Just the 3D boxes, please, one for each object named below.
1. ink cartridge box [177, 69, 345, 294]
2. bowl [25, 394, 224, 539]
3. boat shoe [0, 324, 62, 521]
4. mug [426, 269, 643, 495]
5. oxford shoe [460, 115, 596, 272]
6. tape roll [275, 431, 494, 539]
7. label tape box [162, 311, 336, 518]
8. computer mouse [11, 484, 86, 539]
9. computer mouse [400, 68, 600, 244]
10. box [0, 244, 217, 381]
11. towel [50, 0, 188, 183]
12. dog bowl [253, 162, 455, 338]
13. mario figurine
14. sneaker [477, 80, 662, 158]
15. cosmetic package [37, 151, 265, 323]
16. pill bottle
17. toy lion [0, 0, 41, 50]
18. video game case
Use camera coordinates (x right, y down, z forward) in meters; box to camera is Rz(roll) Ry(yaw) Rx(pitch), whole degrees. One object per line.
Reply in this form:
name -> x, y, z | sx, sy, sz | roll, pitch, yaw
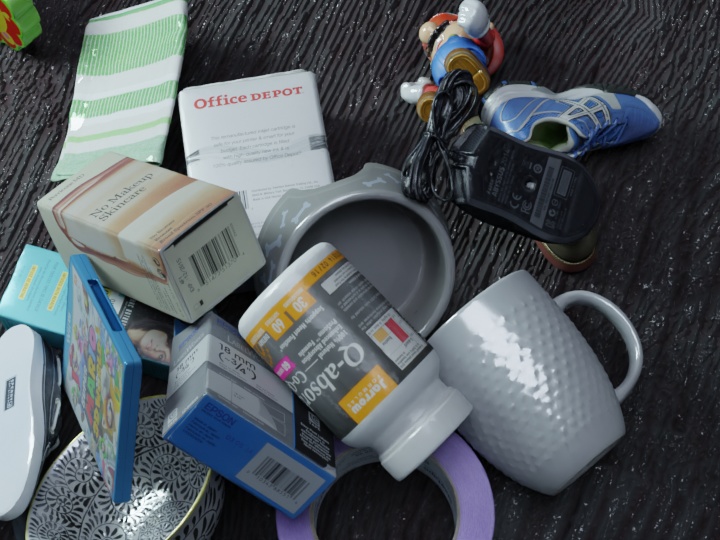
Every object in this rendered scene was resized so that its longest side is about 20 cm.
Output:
ink cartridge box -> -0.100, -0.089, 1.477 | 0.145, 0.084, 0.201 | -8, 66, -3
bowl -> -0.194, 0.220, 1.319 | 0.200, 0.094, 0.201 | -21, 38, 18
boat shoe -> -0.313, 0.149, 1.374 | 0.072, 0.068, 0.201 | -25, 49, 20
mug -> 0.175, 0.099, 1.359 | 0.200, 0.148, 0.176 | -35, 75, -20
oxford shoe -> 0.175, -0.093, 1.479 | 0.070, 0.075, 0.200 | -36, 70, -14
tape roll -> 0.023, 0.231, 1.344 | 0.199, 0.066, 0.201 | -1, 66, 2
label tape box -> -0.099, 0.110, 1.308 | 0.144, 0.200, 0.063 | 36, 111, -21
computer mouse -> -0.264, 0.283, 1.344 | 0.058, 0.034, 0.200 | -32, 70, -13
computer mouse -> 0.136, -0.091, 1.392 | 0.199, 0.053, 0.139 | 26, 76, -15
box -> -0.249, 0.044, 1.440 | 0.199, 0.049, 0.083 | 15, 67, 8
towel -> -0.248, -0.190, 1.519 | 0.152, 0.023, 0.201 | -8, 62, 34
dog bowl -> 0.000, 0.000, 1.389 | 0.199, 0.201, 0.059 | -20, 24, -8
mario figurine -> 0.084, -0.218, 1.489 | 0.123, 0.106, 0.200 | -19, 21, 14
sneaker -> 0.219, -0.142, 1.477 | 0.199, 0.076, 0.077 | -3, 45, -20
cosmetic package -> -0.197, -0.035, 1.361 | 0.200, 0.088, 0.103 | 17, 49, 42
pill bottle -> -0.003, 0.082, 1.285 | 0.200, 0.116, 0.116 | 45, 74, 4
toy lion -> -0.420, -0.325, 1.533 | 0.191, 0.200, 0.069 | 31, 67, 34
video game case -> -0.236, 0.093, 1.312 | 0.018, 0.144, 0.200 | -4, 29, -24
